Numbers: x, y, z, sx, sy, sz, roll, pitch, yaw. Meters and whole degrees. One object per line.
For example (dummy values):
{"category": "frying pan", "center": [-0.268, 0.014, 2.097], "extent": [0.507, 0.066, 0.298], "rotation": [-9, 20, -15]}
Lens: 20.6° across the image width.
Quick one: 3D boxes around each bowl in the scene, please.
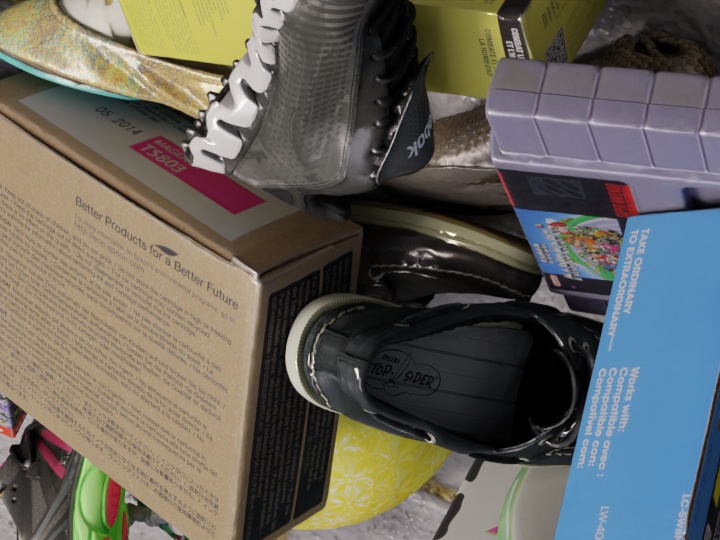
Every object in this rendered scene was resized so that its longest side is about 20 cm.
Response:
{"category": "bowl", "center": [-0.051, 0.078, 1.064], "extent": [0.198, 0.108, 0.201], "rotation": [20, 142, 16]}

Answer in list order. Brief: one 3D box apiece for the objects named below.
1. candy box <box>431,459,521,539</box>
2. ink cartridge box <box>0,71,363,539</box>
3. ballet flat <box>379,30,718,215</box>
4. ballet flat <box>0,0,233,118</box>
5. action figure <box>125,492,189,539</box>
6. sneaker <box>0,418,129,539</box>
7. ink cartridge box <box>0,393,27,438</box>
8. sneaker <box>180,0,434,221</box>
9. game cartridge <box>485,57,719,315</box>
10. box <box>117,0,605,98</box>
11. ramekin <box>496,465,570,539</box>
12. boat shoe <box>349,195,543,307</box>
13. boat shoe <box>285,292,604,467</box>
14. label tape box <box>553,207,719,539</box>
{"category": "candy box", "center": [0.098, 0.206, 1.017], "extent": [0.166, 0.201, 0.072], "rotation": [22, 142, 13]}
{"category": "ink cartridge box", "center": [-0.099, 0.016, 0.943], "extent": [0.199, 0.075, 0.166], "rotation": [33, 129, 32]}
{"category": "ballet flat", "center": [0.079, -0.063, 0.863], "extent": [0.067, 0.047, 0.199], "rotation": [15, 161, -32]}
{"category": "ballet flat", "center": [-0.083, -0.105, 0.922], "extent": [0.198, 0.071, 0.071], "rotation": [22, 143, 15]}
{"category": "action figure", "center": [-0.104, 0.142, 1.155], "extent": [0.118, 0.055, 0.200], "rotation": [41, 173, -33]}
{"category": "sneaker", "center": [-0.168, 0.102, 1.107], "extent": [0.083, 0.202, 0.077], "rotation": [3, 161, 13]}
{"category": "ink cartridge box", "center": [-0.244, 0.051, 1.170], "extent": [0.108, 0.051, 0.200], "rotation": [24, 161, 1]}
{"category": "sneaker", "center": [-0.001, -0.081, 0.760], "extent": [0.090, 0.067, 0.200], "rotation": [33, 147, -3]}
{"category": "game cartridge", "center": [0.127, -0.022, 0.807], "extent": [0.128, 0.039, 0.200], "rotation": [3, 158, 18]}
{"category": "box", "center": [-0.003, -0.119, 0.830], "extent": [0.198, 0.076, 0.050], "rotation": [10, 139, 27]}
{"category": "ramekin", "center": [0.153, 0.151, 0.925], "extent": [0.198, 0.200, 0.098], "rotation": [15, 133, 23]}
{"category": "boat shoe", "center": [-0.001, 0.000, 0.952], "extent": [0.199, 0.067, 0.072], "rotation": [11, 175, 33]}
{"category": "boat shoe", "center": [0.068, 0.050, 0.871], "extent": [0.198, 0.075, 0.066], "rotation": [16, 179, -26]}
{"category": "label tape box", "center": [0.123, 0.059, 0.769], "extent": [0.063, 0.146, 0.200], "rotation": [8, 158, 20]}
